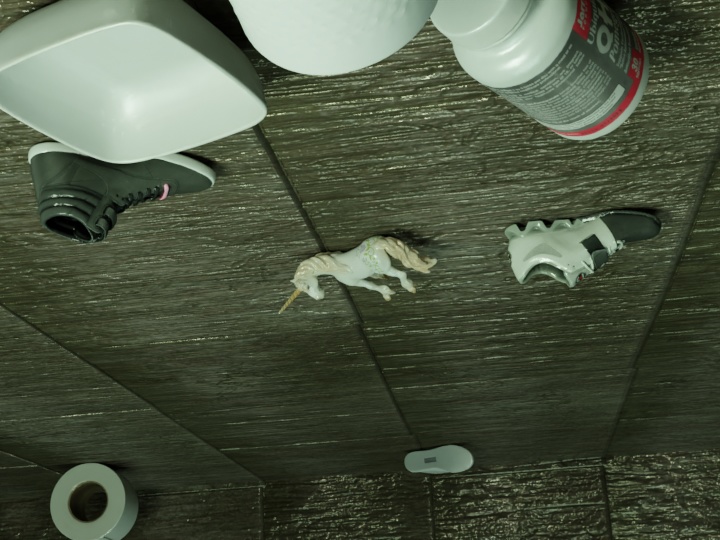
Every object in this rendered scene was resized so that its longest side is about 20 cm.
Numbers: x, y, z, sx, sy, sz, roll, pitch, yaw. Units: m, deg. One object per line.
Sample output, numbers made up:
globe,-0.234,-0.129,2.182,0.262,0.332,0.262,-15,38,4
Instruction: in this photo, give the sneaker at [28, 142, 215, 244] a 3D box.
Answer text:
sneaker,-0.252,-0.074,1.133,0.198,0.100,0.071,3,158,-19

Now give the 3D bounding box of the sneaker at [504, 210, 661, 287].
sneaker,0.290,-0.022,1.369,0.198,0.090,0.074,-9,158,12

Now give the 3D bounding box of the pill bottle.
pill bottle,0.143,-0.188,0.860,0.110,0.112,0.199,-18,155,36

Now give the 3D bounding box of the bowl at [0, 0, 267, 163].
bowl,-0.199,-0.173,0.908,0.198,0.076,0.199,-14,157,26

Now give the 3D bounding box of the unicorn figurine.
unicorn figurine,0.000,0.000,1.430,0.136,0.074,0.200,22,135,-31

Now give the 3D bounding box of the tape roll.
tape roll,-0.701,0.621,2.813,0.200,0.205,0.139,-3,161,2

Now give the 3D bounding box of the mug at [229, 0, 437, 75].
mug,-0.011,-0.248,0.664,0.199,0.148,0.176,-33,151,-4

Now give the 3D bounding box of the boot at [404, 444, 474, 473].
boot,0.222,0.502,2.828,0.198,0.075,0.095,-6,169,28
